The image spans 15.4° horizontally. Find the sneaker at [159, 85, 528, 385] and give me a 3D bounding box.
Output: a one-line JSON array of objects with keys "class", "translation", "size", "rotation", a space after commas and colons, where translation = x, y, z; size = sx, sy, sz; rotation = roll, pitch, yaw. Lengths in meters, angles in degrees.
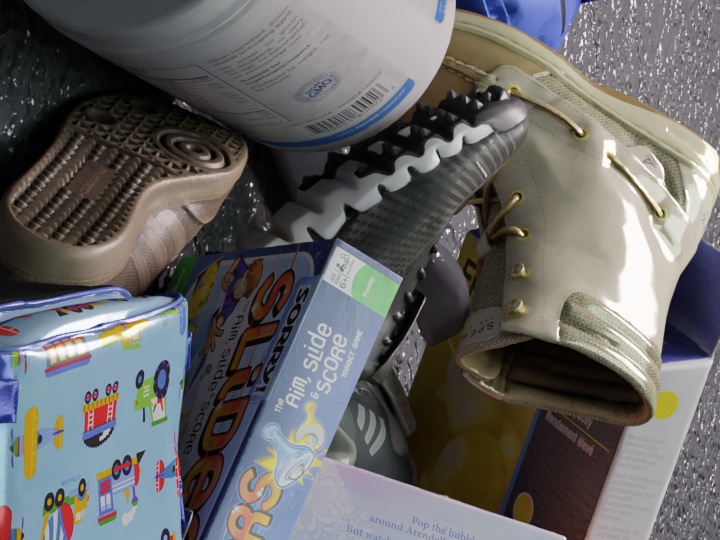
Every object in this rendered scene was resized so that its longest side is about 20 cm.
[{"class": "sneaker", "translation": [0.000, 0.000, 1.166], "size": [0.091, 0.200, 0.066], "rotation": [56, -7, -19]}]

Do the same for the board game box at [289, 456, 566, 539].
[{"class": "board game box", "translation": [-0.028, 0.178, 1.115], "size": [0.043, 0.199, 0.200], "rotation": [133, -26, -63]}]

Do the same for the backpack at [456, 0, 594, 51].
[{"class": "backpack", "translation": [0.059, -0.191, 1.307], "size": [0.200, 0.167, 0.163], "rotation": [-62, 139, -43]}]

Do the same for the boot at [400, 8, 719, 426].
[{"class": "boot", "translation": [0.062, -0.026, 1.222], "size": [0.072, 0.199, 0.155], "rotation": [-54, -167, 55]}]

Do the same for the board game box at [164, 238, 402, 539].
[{"class": "board game box", "translation": [-0.067, 0.086, 1.021], "size": [0.034, 0.135, 0.201], "rotation": [31, 72, -25]}]

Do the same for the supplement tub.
[{"class": "supplement tub", "translation": [-0.051, -0.131, 1.093], "size": [0.200, 0.131, 0.132], "rotation": [28, 66, -65]}]

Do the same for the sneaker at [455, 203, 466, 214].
[{"class": "sneaker", "translation": [0.067, -0.091, 1.451], "size": [0.090, 0.067, 0.201], "rotation": [57, 37, -45]}]

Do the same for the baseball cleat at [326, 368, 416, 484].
[{"class": "baseball cleat", "translation": [-0.022, 0.072, 1.284], "size": [0.200, 0.069, 0.107], "rotation": [62, 23, -57]}]

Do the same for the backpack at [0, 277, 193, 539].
[{"class": "backpack", "translation": [-0.143, 0.105, 0.898], "size": [0.182, 0.134, 0.201], "rotation": [-6, 101, -66]}]

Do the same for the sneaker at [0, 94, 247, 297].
[{"class": "sneaker", "translation": [-0.108, -0.014, 1.076], "size": [0.076, 0.070, 0.200], "rotation": [-66, 170, 23]}]

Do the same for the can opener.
[{"class": "can opener", "translation": [0.001, -0.036, 1.291], "size": [0.053, 0.067, 0.200], "rotation": [-113, -179, -48]}]

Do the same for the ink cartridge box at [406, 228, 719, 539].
[{"class": "ink cartridge box", "translation": [0.095, 0.056, 1.328], "size": [0.047, 0.198, 0.201], "rotation": [10, 105, -27]}]

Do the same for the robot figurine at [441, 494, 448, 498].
[{"class": "robot figurine", "translation": [0.015, 0.198, 1.242], "size": [0.116, 0.200, 0.144], "rotation": [16, 31, -36]}]
